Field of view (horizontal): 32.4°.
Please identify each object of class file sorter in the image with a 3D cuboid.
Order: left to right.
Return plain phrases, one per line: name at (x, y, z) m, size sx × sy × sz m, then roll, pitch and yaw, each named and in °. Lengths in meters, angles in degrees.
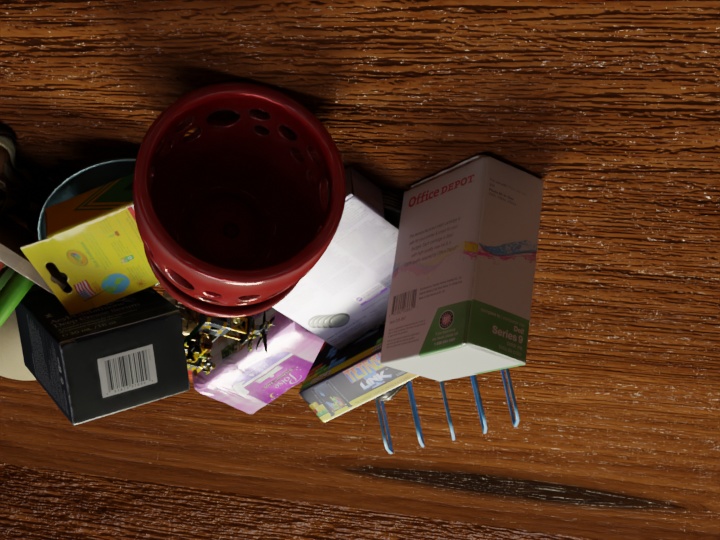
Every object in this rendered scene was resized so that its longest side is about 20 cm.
file sorter at (0.118, 0.176, 1.748) m, size 0.199 × 0.124 × 0.139 m, roll -13°, pitch 168°, yaw 2°

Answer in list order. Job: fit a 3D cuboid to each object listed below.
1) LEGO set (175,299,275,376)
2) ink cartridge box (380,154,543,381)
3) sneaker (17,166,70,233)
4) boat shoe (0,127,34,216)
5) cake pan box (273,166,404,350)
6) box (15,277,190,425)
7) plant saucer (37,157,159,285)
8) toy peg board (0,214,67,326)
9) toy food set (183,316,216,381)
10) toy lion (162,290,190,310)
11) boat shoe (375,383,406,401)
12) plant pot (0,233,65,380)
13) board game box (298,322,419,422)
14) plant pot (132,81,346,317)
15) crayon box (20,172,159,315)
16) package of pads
LEGO set at (-0.159, 0.039, 1.550) m, size 0.115 × 0.201 × 0.154 m, roll 18°, pitch 136°, yaw -26°
ink cartridge box at (0.104, 0.001, 1.270) m, size 0.087 × 0.201 × 0.145 m, roll 18°, pitch 159°, yaw -30°
sneaker at (-0.366, -0.064, 1.503) m, size 0.111 × 0.077 × 0.200 m, roll 14°, pitch 157°, yaw -29°
boat shoe at (-0.432, -0.102, 1.440) m, size 0.075 × 0.074 × 0.200 m, roll 10°, pitch 160°, yaw 0°
cake pan box at (-0.016, -0.010, 1.392) m, size 0.200 × 0.053 × 0.184 m, roll -34°, pitch 133°, yaw 28°
box at (-0.314, 0.083, 1.490) m, size 0.148 × 0.108 × 0.200 m, roll -16°, pitch -156°, yaw -27°
plant saucer at (-0.270, -0.060, 1.426) m, size 0.198 × 0.036 × 0.201 m, roll -9°, pitch 136°, yaw -9°
toy peg board at (-0.473, -0.029, 1.453) m, size 0.199 × 0.098 × 0.200 m, roll 38°, pitch 180°, yaw -35°
toy food set at (-0.208, 0.111, 1.739) m, size 0.197 × 0.049 × 0.200 m, roll 9°, pitch 151°, yaw -16°
toy lion at (-0.143, 0.032, 1.701) m, size 0.191 × 0.069 × 0.200 m, roll -14°, pitch 149°, yaw 36°
boat shoe at (0.086, 0.098, 1.547) m, size 0.065 × 0.200 × 0.073 m, roll 53°, pitch 150°, yaw -17°
plant pot at (-0.417, 0.051, 1.629) m, size 0.199 × 0.202 × 0.134 m, roll 22°, pitch 170°, yaw -31°
board game box at (0.035, 0.079, 1.488) m, size 0.199 × 0.166 × 0.057 m, roll -30°, pitch 110°, yaw 30°
plant pot at (-0.127, -0.060, 1.221) m, size 0.199 × 0.202 × 0.183 m, roll 14°, pitch 162°, yaw -9°
crayon box at (-0.264, -0.037, 1.388) m, size 0.199 × 0.051 × 0.127 m, roll -21°, pitch 136°, yaw 2°
package of pads at (-0.117, 0.104, 1.634) m, size 0.200 × 0.076 × 0.120 m, roll -35°, pitch 136°, yaw 27°
